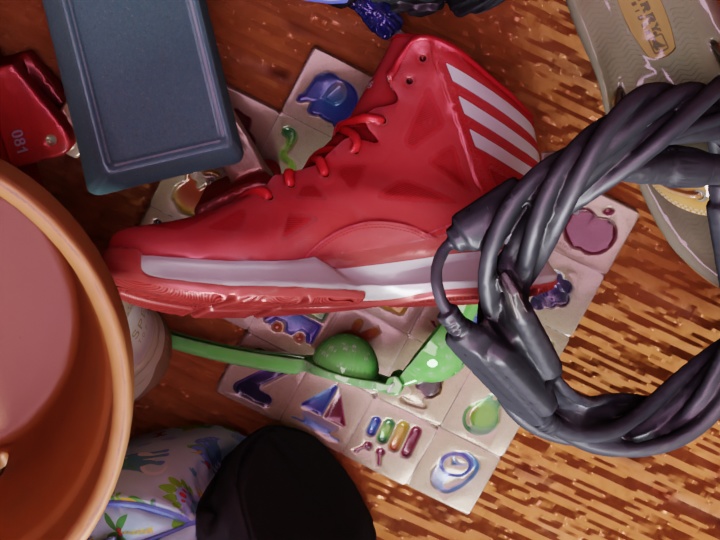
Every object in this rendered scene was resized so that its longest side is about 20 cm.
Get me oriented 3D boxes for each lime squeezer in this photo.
[{"bbox_3d":[0.004,0.025,1.150,0.200,0.038,0.071,-20,112,11],"label":"lime squeezer"}]

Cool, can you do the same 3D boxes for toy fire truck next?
[{"bbox_3d":[-0.121,-0.080,1.120,0.141,0.049,0.200,-14,104,8],"label":"toy fire truck"}]

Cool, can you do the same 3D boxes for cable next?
[{"bbox_3d":[0.119,0.002,1.079,0.163,0.051,0.200,-46,135,-1],"label":"cable"}]

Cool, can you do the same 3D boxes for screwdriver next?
[{"bbox_3d":[0.027,-0.093,1.123,0.028,0.029,0.200,-43,97,13],"label":"screwdriver"}]

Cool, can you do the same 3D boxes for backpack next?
[{"bbox_3d":[-0.114,0.143,1.149,0.200,0.163,0.154,-35,95,19],"label":"backpack"}]

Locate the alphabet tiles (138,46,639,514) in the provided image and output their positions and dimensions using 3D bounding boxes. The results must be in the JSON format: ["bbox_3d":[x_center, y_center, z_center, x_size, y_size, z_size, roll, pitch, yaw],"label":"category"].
[{"bbox_3d":[0.000,0.000,1.167,0.200,0.008,0.167,27,107,-6],"label":"alphabet tiles"}]

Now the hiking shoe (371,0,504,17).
[{"bbox_3d":[-0.026,-0.164,1.072,0.200,0.074,0.087,10,66,-18],"label":"hiking shoe"}]

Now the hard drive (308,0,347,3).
[{"bbox_3d":[-0.056,-0.202,1.023,0.132,0.200,0.025,9,149,-1],"label":"hard drive"}]

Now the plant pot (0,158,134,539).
[{"bbox_3d":[-0.183,0.032,1.030,0.200,0.140,0.200,0,103,2],"label":"plant pot"}]

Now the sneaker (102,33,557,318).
[{"bbox_3d":[-0.015,-0.041,1.086,0.200,0.078,0.116,-1,84,-24],"label":"sneaker"}]

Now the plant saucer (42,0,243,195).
[{"bbox_3d":[-0.104,-0.136,1.084,0.070,0.019,0.200,-14,91,-13],"label":"plant saucer"}]

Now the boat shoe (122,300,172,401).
[{"bbox_3d":[-0.185,0.055,1.144,0.200,0.072,0.065,-24,142,9],"label":"boat shoe"}]

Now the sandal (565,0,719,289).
[{"bbox_3d":[0.149,-0.065,1.117,0.080,0.054,0.200,-28,104,10],"label":"sandal"}]
